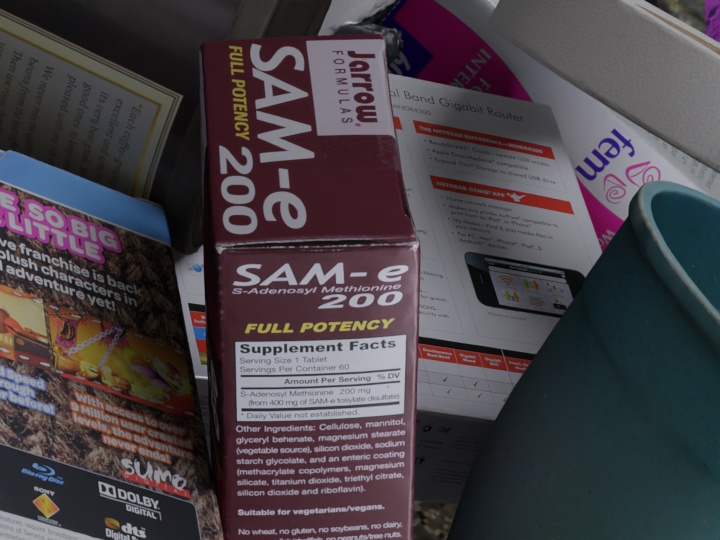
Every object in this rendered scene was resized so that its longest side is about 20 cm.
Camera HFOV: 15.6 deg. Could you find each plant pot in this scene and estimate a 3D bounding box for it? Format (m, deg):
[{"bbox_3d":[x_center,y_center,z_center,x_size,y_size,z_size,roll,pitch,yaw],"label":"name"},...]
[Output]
[{"bbox_3d":[0.112,0.106,0.863,0.200,0.188,0.200,34,17,-12],"label":"plant pot"}]

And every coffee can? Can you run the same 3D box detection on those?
[{"bbox_3d":[-0.115,-0.113,0.886,0.199,0.147,0.147,25,32,3],"label":"coffee can"}]

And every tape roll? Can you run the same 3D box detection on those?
[{"bbox_3d":[0.143,-0.060,0.998,0.202,0.037,0.203,29,9,-5],"label":"tape roll"}]

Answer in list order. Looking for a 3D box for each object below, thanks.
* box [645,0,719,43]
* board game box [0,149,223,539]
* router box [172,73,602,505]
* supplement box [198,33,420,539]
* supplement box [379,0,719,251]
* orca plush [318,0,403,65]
[{"bbox_3d":[0.174,-0.131,1.221,0.106,0.200,0.122,36,31,0],"label":"box"},{"bbox_3d":[-0.133,0.057,0.758,0.159,0.097,0.201,21,38,-32],"label":"board game box"},{"bbox_3d":[0.000,0.000,0.985,0.199,0.049,0.180,10,44,-25],"label":"router box"},{"bbox_3d":[-0.017,0.041,0.809,0.060,0.201,0.109,-2,36,-4],"label":"supplement box"},{"bbox_3d":[0.086,-0.058,1.139,0.200,0.101,0.103,40,32,-5],"label":"supplement box"},{"bbox_3d":[-0.012,-0.144,1.068,0.105,0.201,0.071,29,3,0],"label":"orca plush"}]
